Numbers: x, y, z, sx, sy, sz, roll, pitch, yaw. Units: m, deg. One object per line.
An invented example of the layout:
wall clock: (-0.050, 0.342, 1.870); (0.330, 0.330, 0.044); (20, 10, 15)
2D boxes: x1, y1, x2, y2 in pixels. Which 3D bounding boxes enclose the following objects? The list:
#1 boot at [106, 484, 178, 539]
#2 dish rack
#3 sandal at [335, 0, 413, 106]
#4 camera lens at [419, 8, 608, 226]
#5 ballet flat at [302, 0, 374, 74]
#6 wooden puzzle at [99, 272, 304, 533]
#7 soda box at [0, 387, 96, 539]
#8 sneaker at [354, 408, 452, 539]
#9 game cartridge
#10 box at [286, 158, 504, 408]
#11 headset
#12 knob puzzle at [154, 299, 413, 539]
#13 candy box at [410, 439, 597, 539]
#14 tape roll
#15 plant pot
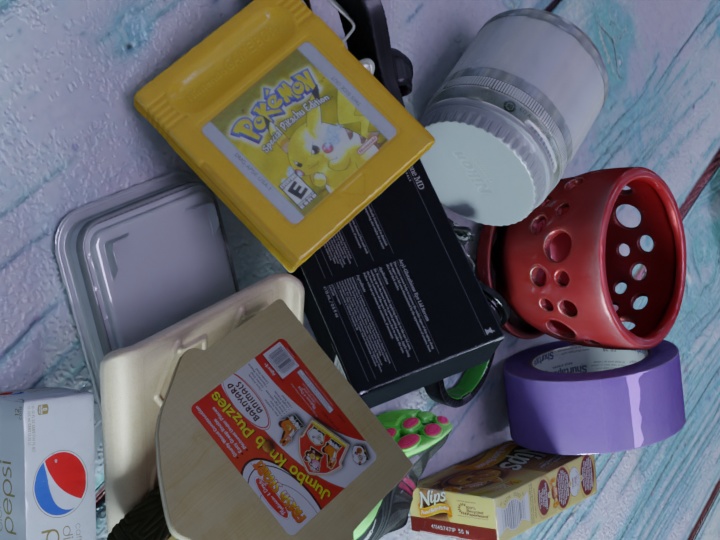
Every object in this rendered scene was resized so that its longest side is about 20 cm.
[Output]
boot: (-0.115, 0.239, 1.106); (0.175, 0.066, 0.201); (-35, 136, -17)
dish rack: (-0.163, 0.027, 1.118); (0.171, 0.043, 0.201); (-28, 112, -46)
sandal: (0.023, -0.202, 1.261); (0.048, 0.075, 0.201); (-35, 145, -18)
camera lens: (0.162, -0.167, 1.400); (0.200, 0.159, 0.160); (-56, 129, -32)
ballet flat: (-0.032, -0.200, 1.213); (0.201, 0.072, 0.068); (64, 11, -9)
wooden puzzle: (-0.134, 0.108, 1.091); (0.200, 0.046, 0.186); (-24, 128, -41)
soda box: (-0.247, 0.193, 1.007); (0.068, 0.063, 0.201); (-3, 93, -49)
sneaker: (0.024, 0.212, 1.327); (0.200, 0.076, 0.084); (-43, 140, -38)
game cartridge: (-0.064, -0.127, 1.123); (0.176, 0.032, 0.200); (-43, 87, -20)
box: (0.017, 0.005, 1.150); (0.141, 0.079, 0.201); (-20, 73, -11)
headset: (0.099, 0.047, 1.417); (0.123, 0.094, 0.201); (-25, 124, -50)
knob puzzle: (-0.078, 0.144, 1.019); (0.219, 0.030, 0.221); (14, 59, -24)
candy box: (0.158, 0.239, 1.435); (0.200, 0.115, 0.056); (-12, 100, -48)
tape roll: (0.265, 0.138, 1.494); (0.200, 0.199, 0.085); (-18, 104, -47)
plant pot: (0.245, -0.014, 1.481); (0.200, 0.182, 0.202); (-2, 93, -49)
